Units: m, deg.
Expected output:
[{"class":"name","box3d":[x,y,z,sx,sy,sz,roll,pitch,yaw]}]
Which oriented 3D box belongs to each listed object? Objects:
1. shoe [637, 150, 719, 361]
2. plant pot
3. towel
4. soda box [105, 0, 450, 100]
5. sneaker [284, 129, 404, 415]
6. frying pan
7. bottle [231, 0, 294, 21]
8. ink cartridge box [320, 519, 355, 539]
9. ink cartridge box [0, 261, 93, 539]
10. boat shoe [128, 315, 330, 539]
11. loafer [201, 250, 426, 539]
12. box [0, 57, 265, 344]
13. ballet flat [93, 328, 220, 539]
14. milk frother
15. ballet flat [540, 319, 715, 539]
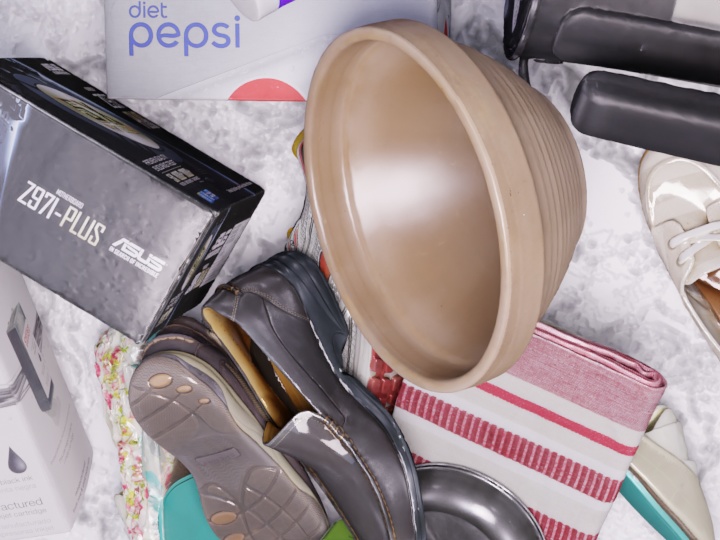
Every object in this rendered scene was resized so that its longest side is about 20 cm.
[{"class":"shoe","box3d":[0.226,0.010,1.239,0.070,0.053,0.200,-28,96,13]},{"class":"plant pot","box3d":[0.057,-0.041,1.127,0.092,0.201,0.201,-15,101,-27]},{"class":"towel","box3d":[0.087,0.105,1.249,0.144,0.023,0.200,25,131,9]},{"class":"soda box","box3d":[-0.048,-0.137,1.239,0.199,0.063,0.068,2,102,8]},{"class":"sneaker","box3d":[0.000,0.000,1.271,0.082,0.078,0.201,9,109,34]},{"class":"frying pan","box3d":[0.075,0.200,1.296,0.115,0.031,0.190,-12,115,34]},{"class":"bottle","box3d":[0.011,-0.208,1.175,0.200,0.084,0.065,-33,89,-16]},{"class":"ink cartridge box","box3d":[0.029,0.271,1.276,0.147,0.076,0.201,16,117,16]},{"class":"ink cartridge box","box3d":[-0.264,0.071,1.274,0.145,0.085,0.200,-10,122,10]},{"class":"boat shoe","box3d":[-0.068,0.104,1.278,0.074,0.073,0.200,-11,130,22]},{"class":"loafer","box3d":[-0.029,0.091,1.230,0.200,0.072,0.073,62,144,7]},{"class":"box","box3d":[-0.156,-0.046,1.208,0.164,0.200,0.086,31,98,2]},{"class":"ballet flat","box3d":[-0.128,0.122,1.317,0.064,0.076,0.201,0,98,40]},{"class":"milk frother","box3d":[0.171,-0.119,1.193,0.188,0.200,0.181,10,72,-5]},{"class":"ballet flat","box3d":[0.153,0.091,1.265,0.200,0.069,0.070,41,104,0]}]
